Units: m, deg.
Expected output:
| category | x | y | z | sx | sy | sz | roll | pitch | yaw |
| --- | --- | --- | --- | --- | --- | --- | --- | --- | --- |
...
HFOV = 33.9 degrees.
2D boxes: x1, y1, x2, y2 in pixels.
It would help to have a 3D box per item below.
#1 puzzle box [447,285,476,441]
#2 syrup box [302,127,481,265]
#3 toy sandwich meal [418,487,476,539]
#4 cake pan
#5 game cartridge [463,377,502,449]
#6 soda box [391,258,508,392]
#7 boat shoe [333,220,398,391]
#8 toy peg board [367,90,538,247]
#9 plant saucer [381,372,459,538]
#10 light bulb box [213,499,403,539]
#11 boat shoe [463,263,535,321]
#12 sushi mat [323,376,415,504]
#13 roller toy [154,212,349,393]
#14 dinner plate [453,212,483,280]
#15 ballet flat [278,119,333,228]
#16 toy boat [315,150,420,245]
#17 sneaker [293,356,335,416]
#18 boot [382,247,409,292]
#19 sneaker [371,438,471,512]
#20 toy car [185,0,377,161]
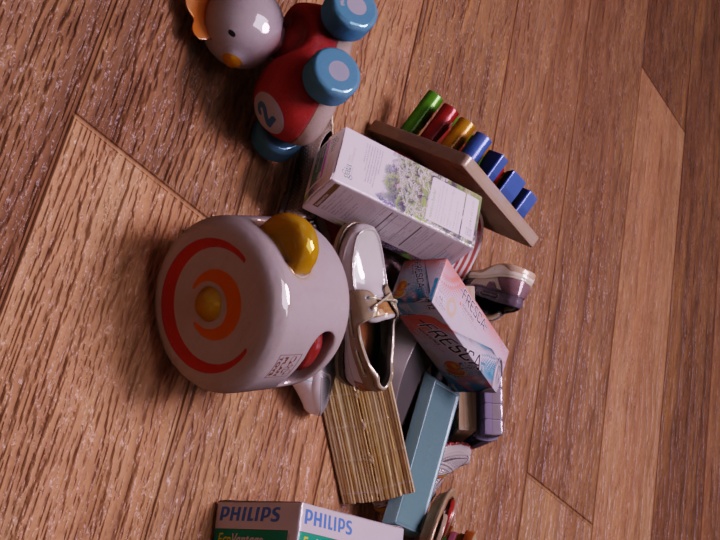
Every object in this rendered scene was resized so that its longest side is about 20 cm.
| category | x | y | z | sx | sy | sz | roll | pitch | yaw |
| --- | --- | --- | --- | --- | --- | --- | --- | --- | --- |
| puzzle box | 0.135 | 0.133 | 1.635 | 0.133 | 0.025 | 0.200 | 105 | -14 | -72 |
| syrup box | 0.039 | -0.081 | 1.407 | 0.200 | 0.081 | 0.079 | 24 | 56 | -19 |
| toy sandwich meal | 0.113 | 0.383 | 1.532 | 0.205 | 0.070 | 0.205 | 14 | 90 | -76 |
| cake pan | 0.069 | 0.137 | 1.534 | 0.200 | 0.037 | 0.200 | -44 | 143 | -47 |
| game cartridge | 0.162 | 0.177 | 1.633 | 0.200 | 0.038 | 0.130 | 110 | -14 | -76 |
| soda box | 0.112 | 0.071 | 1.464 | 0.200 | 0.064 | 0.068 | 52 | 47 | -40 |
| boat shoe | 0.012 | 0.043 | 1.377 | 0.075 | 0.068 | 0.200 | -14 | 107 | -38 |
| toy peg board | 0.148 | -0.149 | 1.614 | 0.098 | 0.199 | 0.200 | -54 | 132 | -8 |
| plant saucer | 0.080 | 0.234 | 1.498 | 0.070 | 0.019 | 0.200 | 33 | 67 | -43 |
| light bulb box | -0.062 | 0.364 | 1.294 | 0.198 | 0.125 | 0.200 | 27 | 63 | -49 |
| boat shoe | 0.180 | 0.039 | 1.670 | 0.072 | 0.200 | 0.065 | 26 | 72 | -15 |
| sushi mat | 0.002 | 0.186 | 1.451 | 0.012 | 0.096 | 0.200 | -32 | 111 | -76 |
| roller toy | -0.116 | 0.034 | 1.230 | 0.140 | 0.200 | 0.183 | 0 | 89 | -54 |
| dinner plate | 0.092 | -0.008 | 1.597 | 0.200 | 0.024 | 0.200 | -34 | 146 | -27 |
| ballet flat | -0.058 | -0.121 | 1.447 | 0.067 | 0.046 | 0.200 | 91 | 12 | -63 |
| toy boat | 0.040 | -0.085 | 1.524 | 0.200 | 0.131 | 0.131 | -35 | 111 | -52 |
| sneaker | -0.075 | 0.088 | 1.387 | 0.070 | 0.080 | 0.200 | -68 | 155 | -48 |
| boot | 0.000 | 0.000 | 1.450 | 0.166 | 0.072 | 0.200 | -44 | 139 | -13 |
| sneaker | 0.074 | 0.267 | 1.562 | 0.200 | 0.078 | 0.082 | -8 | 96 | -47 |
| toy car | -0.116 | -0.252 | 1.349 | 0.200 | 0.184 | 0.177 | 23 | 61 | -18 |
